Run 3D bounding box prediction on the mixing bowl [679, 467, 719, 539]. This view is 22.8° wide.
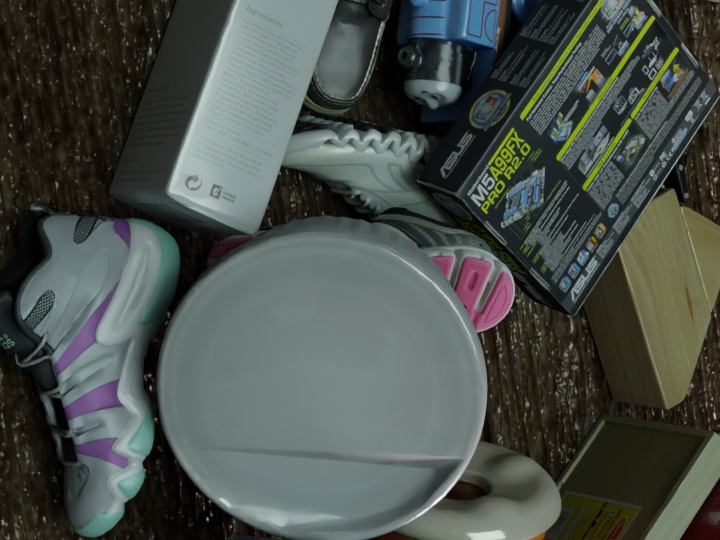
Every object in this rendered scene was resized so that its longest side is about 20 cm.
[{"bbox_3d":[0.269,0.213,1.359,0.200,0.108,0.200,-9,101,-55],"label":"mixing bowl"}]

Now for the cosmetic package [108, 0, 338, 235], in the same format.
[{"bbox_3d":[-0.082,-0.127,1.132,0.074,0.102,0.200,25,81,-28],"label":"cosmetic package"}]

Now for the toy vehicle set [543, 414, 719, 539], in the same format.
[{"bbox_3d":[0.172,0.195,1.302,0.027,0.124,0.200,47,69,-26],"label":"toy vehicle set"}]

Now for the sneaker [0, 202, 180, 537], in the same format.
[{"bbox_3d":[-0.196,0.057,1.090,0.140,0.078,0.200,14,76,-31],"label":"sneaker"}]

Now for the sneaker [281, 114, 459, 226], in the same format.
[{"bbox_3d":[0.022,-0.060,1.226,0.200,0.075,0.081,9,98,-32],"label":"sneaker"}]

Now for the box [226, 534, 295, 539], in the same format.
[{"bbox_3d":[-0.038,0.246,1.140,0.200,0.199,0.050,10,44,-33],"label":"box"}]

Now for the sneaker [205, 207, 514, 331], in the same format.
[{"bbox_3d":[0.000,0.000,1.174,0.200,0.087,0.074,1,110,2],"label":"sneaker"}]

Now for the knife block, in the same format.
[{"bbox_3d":[0.191,-0.016,1.338,0.175,0.064,0.200,25,80,-31],"label":"knife block"}]

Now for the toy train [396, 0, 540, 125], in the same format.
[{"bbox_3d":[0.077,-0.194,1.234,0.114,0.087,0.200,10,86,-40],"label":"toy train"}]

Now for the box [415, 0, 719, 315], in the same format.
[{"bbox_3d":[0.147,-0.093,1.224,0.160,0.044,0.200,42,78,-40],"label":"box"}]

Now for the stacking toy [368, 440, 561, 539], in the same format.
[{"bbox_3d":[0.059,0.228,1.245,0.146,0.146,0.200,-8,113,-32],"label":"stacking toy"}]

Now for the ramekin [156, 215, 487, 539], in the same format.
[{"bbox_3d":[-0.021,0.059,1.099,0.202,0.094,0.203,1,109,4],"label":"ramekin"}]

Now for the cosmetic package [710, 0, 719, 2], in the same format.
[{"bbox_3d":[0.294,-0.313,1.365,0.087,0.103,0.200,7,88,-34],"label":"cosmetic package"}]

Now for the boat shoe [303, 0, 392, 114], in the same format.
[{"bbox_3d":[-0.007,-0.206,1.194,0.073,0.065,0.200,6,88,-25],"label":"boat shoe"}]
